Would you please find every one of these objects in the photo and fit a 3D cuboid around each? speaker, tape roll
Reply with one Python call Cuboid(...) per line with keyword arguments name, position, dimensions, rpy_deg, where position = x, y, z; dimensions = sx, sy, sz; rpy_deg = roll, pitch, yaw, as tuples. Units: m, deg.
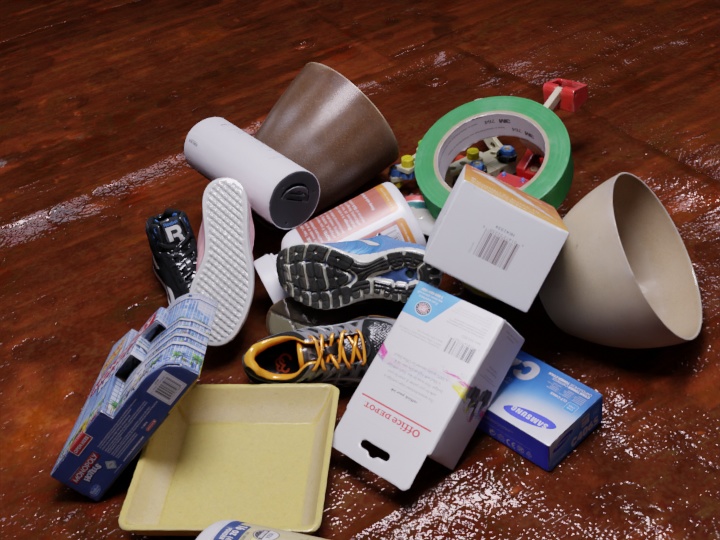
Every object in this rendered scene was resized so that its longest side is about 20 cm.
Cuboid(name="speaker", position=(-0.141, -0.128, 1.303), dimensions=(0.081, 0.081, 0.200), rpy_deg=(-30, 44, -28))
Cuboid(name="tape roll", position=(0.172, -0.135, 1.308), dimensions=(0.200, 0.048, 0.201), rpy_deg=(-10, 53, 13))

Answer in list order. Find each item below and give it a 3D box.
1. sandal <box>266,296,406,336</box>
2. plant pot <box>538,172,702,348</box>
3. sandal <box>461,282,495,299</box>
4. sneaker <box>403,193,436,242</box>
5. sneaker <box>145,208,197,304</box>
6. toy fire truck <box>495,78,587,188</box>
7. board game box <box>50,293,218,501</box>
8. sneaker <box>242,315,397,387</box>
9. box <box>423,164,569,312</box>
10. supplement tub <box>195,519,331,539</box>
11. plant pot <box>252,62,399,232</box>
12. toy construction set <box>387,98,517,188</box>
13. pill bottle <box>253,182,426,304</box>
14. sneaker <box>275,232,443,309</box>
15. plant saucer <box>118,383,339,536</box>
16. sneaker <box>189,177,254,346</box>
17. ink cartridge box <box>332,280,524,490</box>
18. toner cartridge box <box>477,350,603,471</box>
Cuboid(name="sandal", position=(-0.010, 0.064, 1.204), dimensions=(0.200, 0.055, 0.082), rpy_deg=(-9, 78, 0))
Cuboid(name="plant pot", position=(0.282, 0.007, 1.161), dimensions=(0.134, 0.200, 0.200), rpy_deg=(-27, 25, 33))
Cuboid(name="sandal", position=(0.221, -0.015, 1.280), dimensions=(0.200, 0.080, 0.087), rpy_deg=(-15, 2, -1))
Cuboid(name="sneaker", position=(0.137, -0.042, 1.333), dimensions=(0.200, 0.070, 0.093), rpy_deg=(8, 57, 15))
Cuboid(name="sneaker", position=(-0.226, -0.008, 1.291), dimensions=(0.073, 0.112, 0.200), rpy_deg=(-25, 41, -21))
Cuboid(name="toy fire truck", position=(0.245, -0.165, 1.402), dimensions=(0.049, 0.141, 0.200), rpy_deg=(21, 45, 31))
Cuboid(name="board game box", position=(-0.239, 0.113, 1.107), dimensions=(0.062, 0.200, 0.200), rpy_deg=(34, 22, -17))
Cuboid(name="sneaker", position=(-0.038, 0.095, 1.133), dimensions=(0.200, 0.077, 0.078), rpy_deg=(-13, 78, 5))
Cuboid(name="box", position=(0.149, -0.042, 1.133), dimensions=(0.124, 0.098, 0.200), rpy_deg=(26, 12, 1))
Cuboid(name="supplement tub", position=(-0.045, 0.295, 0.843), dimensions=(0.200, 0.144, 0.144), rpy_deg=(7, 39, 17))
Cuboid(name="plant pot", position=(-0.081, -0.155, 1.425), dimensions=(0.200, 0.187, 0.187), rpy_deg=(-46, 49, -14))
Cuboid(name="toy construction set", position=(0.149, -0.163, 1.466), dimensions=(0.200, 0.092, 0.131), rpy_deg=(-39, 46, -20))
Cuboid(name="pill bottle", position=(-0.026, -0.019, 1.262), dimensions=(0.200, 0.112, 0.112), rpy_deg=(-27, 40, -4))
Cuboid(name="sneaker", position=(0.000, 0.000, 1.174), dimensions=(0.200, 0.079, 0.089), rpy_deg=(3, 13, 13))
Cuboid(name="plant saucer", position=(-0.127, 0.203, 1.054), dimensions=(0.200, 0.048, 0.200), rpy_deg=(-1, 38, 7))
Cuboid(name="sneaker", position=(-0.164, -0.005, 1.235), dimensions=(0.075, 0.105, 0.200), rpy_deg=(3, 82, -4))
Cuboid(name="ink cartridge box", position=(0.069, 0.127, 1.067), dimensions=(0.115, 0.068, 0.200), rpy_deg=(25, 81, 36))
Cuboid(name="toner cartridge box", position=(0.155, 0.130, 1.111), dimensions=(0.200, 0.043, 0.095), rpy_deg=(29, 52, 37))
